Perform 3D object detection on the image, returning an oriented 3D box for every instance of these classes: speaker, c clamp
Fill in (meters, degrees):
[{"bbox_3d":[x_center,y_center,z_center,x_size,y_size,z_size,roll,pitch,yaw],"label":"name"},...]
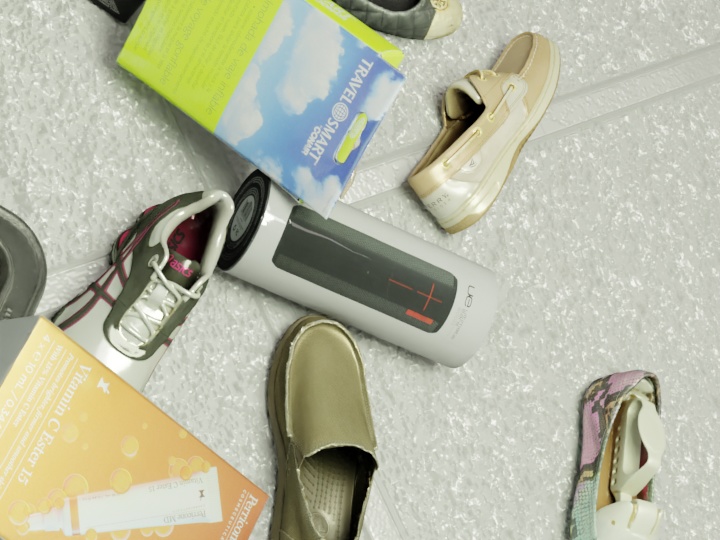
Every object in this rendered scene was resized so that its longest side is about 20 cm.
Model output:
[{"bbox_3d":[0.000,0.000,1.383,0.199,0.081,0.082,24,58,-22],"label":"speaker"},{"bbox_3d":[-0.288,0.003,1.234,0.170,0.027,0.201,28,55,-26],"label":"c clamp"}]

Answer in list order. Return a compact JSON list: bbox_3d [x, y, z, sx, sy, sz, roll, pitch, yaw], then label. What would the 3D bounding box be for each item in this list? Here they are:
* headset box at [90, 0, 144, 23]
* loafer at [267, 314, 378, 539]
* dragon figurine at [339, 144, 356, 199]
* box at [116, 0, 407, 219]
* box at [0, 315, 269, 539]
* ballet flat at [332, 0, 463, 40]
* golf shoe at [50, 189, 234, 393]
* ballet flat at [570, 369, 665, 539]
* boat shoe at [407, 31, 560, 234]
[{"bbox_3d":[-0.181,-0.307,1.405,0.148,0.077,0.201,35,56,-15],"label":"headset box"},{"bbox_3d":[-0.020,0.121,1.323,0.076,0.067,0.202,11,64,-28],"label":"loafer"},{"bbox_3d":[-0.056,-0.143,1.406,0.059,0.099,0.201,-32,91,-25],"label":"dragon figurine"},{"bbox_3d":[-0.063,-0.141,1.323,0.200,0.122,0.048,37,22,17],"label":"box"},{"bbox_3d":[-0.174,0.137,1.162,0.200,0.097,0.125,41,60,-29],"label":"box"},{"bbox_3d":[-0.001,-0.239,1.502,0.199,0.057,0.067,26,58,-21],"label":"ballet flat"},{"bbox_3d":[-0.150,0.023,1.272,0.077,0.088,0.201,36,56,-16],"label":"golf shoe"},{"bbox_3d":[0.199,0.165,1.442,0.069,0.071,0.202,21,60,-24],"label":"ballet flat"},{"bbox_3d":[0.096,-0.124,1.503,0.069,0.074,0.201,40,54,-19],"label":"boat shoe"}]
